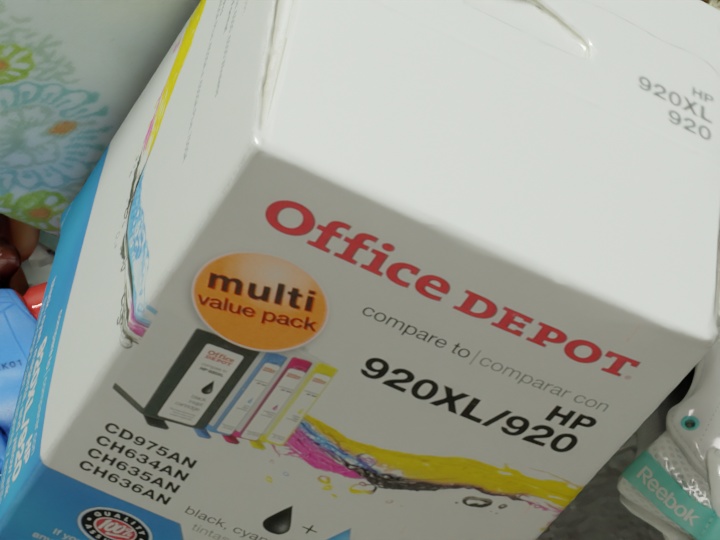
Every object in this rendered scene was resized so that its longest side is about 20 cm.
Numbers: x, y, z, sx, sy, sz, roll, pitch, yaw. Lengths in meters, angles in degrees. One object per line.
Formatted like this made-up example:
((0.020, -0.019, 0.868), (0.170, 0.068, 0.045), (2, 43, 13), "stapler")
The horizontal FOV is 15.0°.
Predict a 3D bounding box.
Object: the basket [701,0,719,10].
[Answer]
((0.183, -0.123, 0.943), (0.200, 0.124, 0.136), (-19, 26, 22), "basket")

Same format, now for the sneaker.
((0.120, 0.081, 0.824), (0.088, 0.075, 0.200), (21, 26, -28), "sneaker")

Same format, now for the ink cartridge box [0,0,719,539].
((0.000, 0.000, 0.831), (0.147, 0.200, 0.145), (23, 44, -15), "ink cartridge box")

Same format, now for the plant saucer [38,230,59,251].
((-0.056, -0.081, 1.069), (0.200, 0.039, 0.201), (-6, 45, 6), "plant saucer")

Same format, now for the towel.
((-0.064, -0.071, 0.904), (0.171, 0.200, 0.048), (-42, 42, 33), "towel")

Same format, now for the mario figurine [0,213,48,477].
((-0.128, 0.041, 0.957), (0.123, 0.106, 0.200), (12, 39, -41), "mario figurine")
